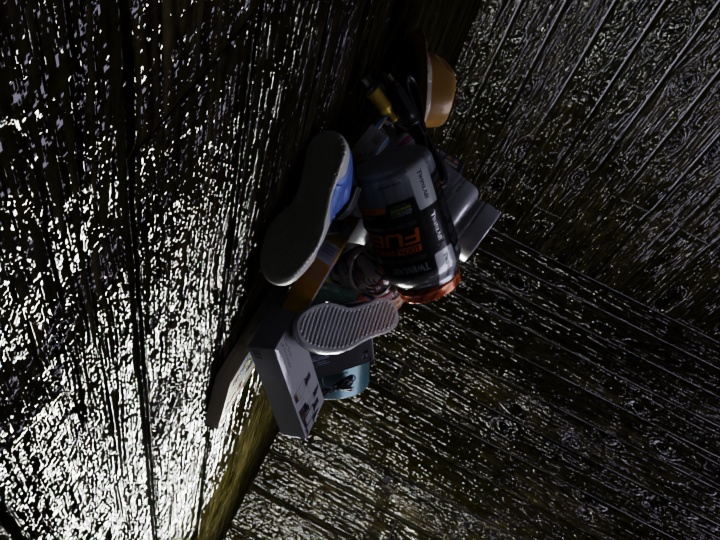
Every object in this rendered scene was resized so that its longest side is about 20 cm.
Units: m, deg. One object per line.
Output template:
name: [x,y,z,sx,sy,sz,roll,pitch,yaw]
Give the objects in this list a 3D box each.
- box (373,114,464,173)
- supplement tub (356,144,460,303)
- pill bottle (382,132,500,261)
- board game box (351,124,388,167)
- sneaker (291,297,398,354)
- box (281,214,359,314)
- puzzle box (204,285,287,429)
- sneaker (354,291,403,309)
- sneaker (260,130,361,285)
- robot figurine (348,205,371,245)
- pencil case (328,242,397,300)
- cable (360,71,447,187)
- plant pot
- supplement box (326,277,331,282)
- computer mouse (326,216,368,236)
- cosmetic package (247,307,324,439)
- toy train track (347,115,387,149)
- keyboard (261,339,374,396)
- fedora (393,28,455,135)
box: [0.087,-0.194,1.398,0.159,0.198,0.049,-60,180,-39]
supplement tub: [0.070,-0.064,1.029,0.203,0.121,0.123,69,25,-21]
pill bottle: [0.112,-0.112,1.134,0.114,0.199,0.113,-51,176,-5]
board game box: [-0.031,-0.118,1.120,0.201,0.034,0.135,-53,175,-8]
sneaker: [-0.035,0.089,1.119,0.079,0.198,0.080,-18,-100,48]
box: [-0.072,0.010,1.118,0.120,0.041,0.201,-60,180,-44]
puzzle box: [-0.175,0.131,1.116,0.134,0.025,0.201,113,3,-46]
sneaker: [0.031,0.047,1.274,0.199,0.076,0.074,-39,120,-32]
sneaker: [-0.058,-0.068,0.934,0.111,0.076,0.203,43,65,-73]
robot figurine: [0.009,-0.110,1.280,0.112,0.172,0.200,-11,162,-36]
pencil case: [0.000,0.000,1.180,0.078,0.090,0.200,-43,-168,-8]
cable: [0.075,-0.212,1.085,0.050,0.202,0.097,-24,-174,42]
plant pot: [-0.072,0.115,1.322,0.201,0.197,0.164,-56,155,-71]
supplement box: [0.000,-0.004,1.483,0.110,0.108,0.200,-64,-150,9]
computer mouse: [-0.023,-0.078,1.051,0.034,0.198,0.060,-1,-89,49]
cosmetic package: [-0.109,0.160,1.112,0.083,0.050,0.202,-65,151,-45]
toy train track: [0.011,-0.234,1.210,0.201,0.032,0.115,-56,-179,-24]
keyboard: [-0.069,0.163,1.212,0.021,0.197,0.129,-130,-150,-57]
fedora: [0.113,-0.315,1.264,0.200,0.080,0.205,-178,-90,-75]
